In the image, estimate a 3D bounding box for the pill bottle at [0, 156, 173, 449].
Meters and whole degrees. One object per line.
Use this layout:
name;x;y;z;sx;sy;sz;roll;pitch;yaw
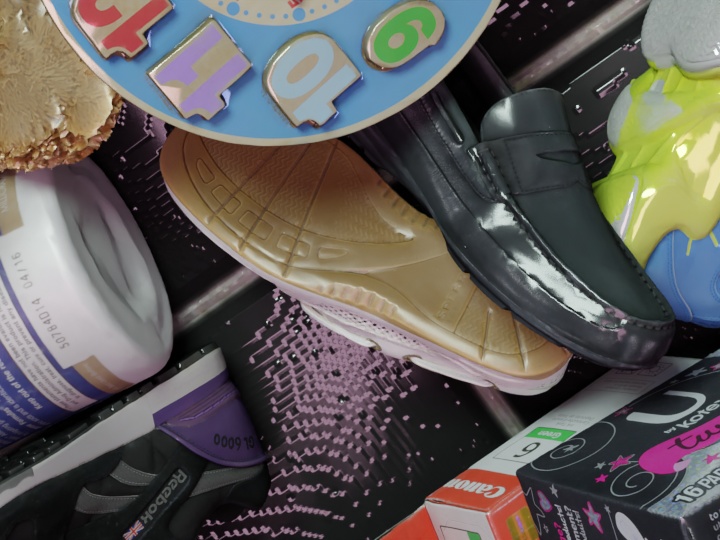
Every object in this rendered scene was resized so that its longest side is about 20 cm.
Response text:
pill bottle;-0.191;0.034;0.896;0.199;0.111;0.111;-26;104;11

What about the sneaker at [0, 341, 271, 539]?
sneaker;-0.116;0.110;0.876;0.076;0.200;0.088;-21;98;54

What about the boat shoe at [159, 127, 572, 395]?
boat shoe;0.000;0.000;0.893;0.199;0.069;0.071;31;68;13

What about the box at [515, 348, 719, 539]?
box;0.185;0.098;0.842;0.199;0.115;0.133;-28;107;-26

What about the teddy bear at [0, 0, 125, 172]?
teddy bear;-0.130;-0.140;0.840;0.145;0.067;0.201;-29;78;17

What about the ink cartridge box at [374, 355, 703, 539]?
ink cartridge box;0.082;0.130;0.878;0.200;0.050;0.109;-31;108;-30

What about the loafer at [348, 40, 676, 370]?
loafer;0.059;-0.042;0.832;0.201;0.068;0.071;50;119;28

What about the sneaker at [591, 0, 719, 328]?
sneaker;0.163;-0.063;0.870;0.105;0.076;0.201;21;109;-22

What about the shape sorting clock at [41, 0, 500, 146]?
shape sorting clock;-0.031;-0.146;0.771;0.199;0.039;0.201;-3;105;-11
